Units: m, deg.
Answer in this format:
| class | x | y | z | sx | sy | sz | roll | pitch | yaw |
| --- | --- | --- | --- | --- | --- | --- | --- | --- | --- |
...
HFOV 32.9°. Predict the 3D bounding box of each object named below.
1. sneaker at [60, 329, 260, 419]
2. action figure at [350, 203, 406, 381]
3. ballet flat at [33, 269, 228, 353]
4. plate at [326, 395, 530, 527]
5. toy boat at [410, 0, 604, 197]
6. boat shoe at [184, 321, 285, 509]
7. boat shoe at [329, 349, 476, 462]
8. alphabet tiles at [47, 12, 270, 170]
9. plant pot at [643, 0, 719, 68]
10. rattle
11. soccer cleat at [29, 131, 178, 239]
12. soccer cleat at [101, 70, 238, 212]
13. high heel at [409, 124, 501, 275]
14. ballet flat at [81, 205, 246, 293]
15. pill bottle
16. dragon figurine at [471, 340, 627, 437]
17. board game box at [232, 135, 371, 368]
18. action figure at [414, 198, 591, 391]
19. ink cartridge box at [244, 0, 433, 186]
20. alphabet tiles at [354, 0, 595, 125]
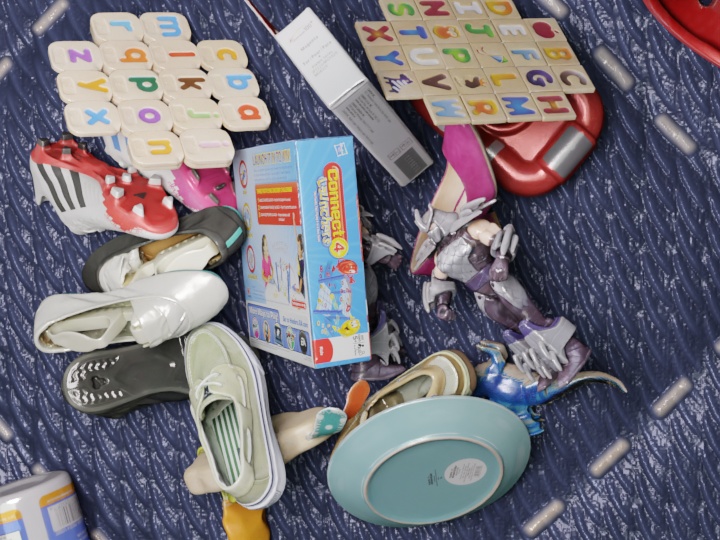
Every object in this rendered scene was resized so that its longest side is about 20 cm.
| class | x | y | z | sx | sy | sz | roll | pitch | yaw |
| --- | --- | --- | --- | --- | --- | --- | --- | --- | --- |
| sneaker | -0.204 | 0.102 | 1.228 | 0.198 | 0.114 | 0.077 | -11 | 87 | -20 |
| action figure | 0.000 | 0.000 | 1.168 | 0.069 | 0.130 | 0.202 | -14 | 104 | -9 |
| ballet flat | -0.220 | 0.048 | 1.149 | 0.198 | 0.069 | 0.070 | -8 | 93 | 16 |
| plate | 0.068 | 0.192 | 1.154 | 0.198 | 0.026 | 0.201 | -6 | 134 | -6 |
| toy boat | 0.132 | -0.164 | 1.135 | 0.200 | 0.131 | 0.131 | 40 | 97 | 3 |
| boat shoe | -0.121 | 0.123 | 1.117 | 0.072 | 0.062 | 0.201 | -33 | 55 | 9 |
| boat shoe | 0.022 | 0.145 | 1.163 | 0.072 | 0.076 | 0.200 | 52 | 124 | 20 |
| alphabet tiles | -0.191 | -0.173 | 1.160 | 0.194 | 0.015 | 0.201 | -6 | 54 | -25 |
| plant pot | 0.375 | -0.277 | 1.072 | 0.200 | 0.200 | 0.183 | 34 | 88 | 3 |
| rattle | -0.060 | 0.202 | 1.176 | 0.199 | 0.130 | 0.144 | -19 | 82 | 16 |
| soccer cleat | -0.253 | -0.065 | 1.194 | 0.199 | 0.068 | 0.086 | 29 | 123 | 28 |
| soccer cleat | -0.204 | -0.119 | 1.219 | 0.086 | 0.070 | 0.200 | -36 | 94 | 34 |
| high heel | 0.077 | -0.069 | 1.135 | 0.095 | 0.200 | 0.068 | -18 | 54 | 0 |
| ballet flat | -0.203 | -0.008 | 1.189 | 0.199 | 0.069 | 0.068 | -24 | 118 | 25 |
| pill bottle | -0.321 | 0.314 | 1.229 | 0.111 | 0.112 | 0.202 | -15 | 92 | 7 |
| dragon figurine | 0.154 | 0.127 | 1.187 | 0.198 | 0.059 | 0.100 | 10 | 97 | 10 |
| board game box | -0.058 | -0.020 | 1.131 | 0.055 | 0.200 | 0.198 | -6 | 95 | -21 |
| action figure | 0.120 | 0.017 | 1.094 | 0.200 | 0.130 | 0.069 | 47 | 60 | -1 |
| ink cartridge box | -0.023 | -0.178 | 1.097 | 0.043 | 0.200 | 0.174 | -38 | 66 | 6 |
| alphabet tiles | 0.101 | -0.188 | 1.074 | 0.198 | 0.006 | 0.167 | -5 | 50 | -19 |
